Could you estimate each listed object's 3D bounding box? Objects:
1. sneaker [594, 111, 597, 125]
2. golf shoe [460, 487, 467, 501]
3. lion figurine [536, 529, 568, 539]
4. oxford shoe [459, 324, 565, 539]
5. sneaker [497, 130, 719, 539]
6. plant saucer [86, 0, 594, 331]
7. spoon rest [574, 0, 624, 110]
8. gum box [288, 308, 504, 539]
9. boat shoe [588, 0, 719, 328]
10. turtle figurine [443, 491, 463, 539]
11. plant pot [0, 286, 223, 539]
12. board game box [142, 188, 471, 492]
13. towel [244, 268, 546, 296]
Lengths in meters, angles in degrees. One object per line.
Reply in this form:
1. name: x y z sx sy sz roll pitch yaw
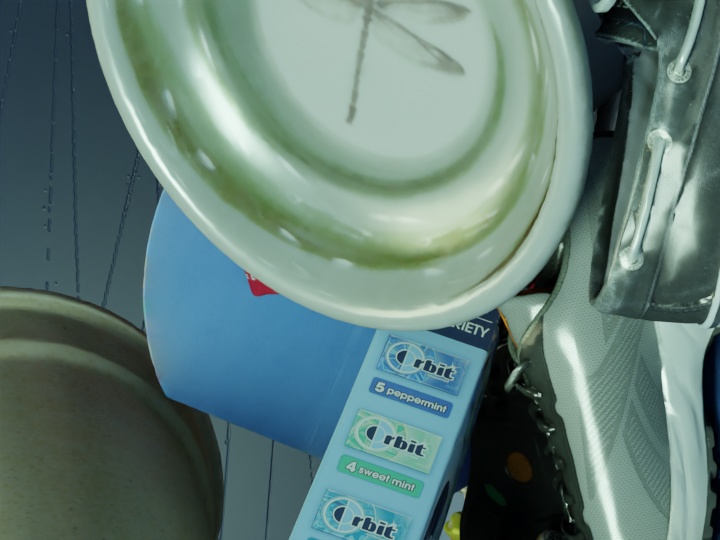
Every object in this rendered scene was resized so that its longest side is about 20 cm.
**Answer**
1. sneaker: 0.092 -0.088 0.984 0.200 0.076 0.081 103 154 -76
2. golf shoe: 0.064 0.077 0.937 0.075 0.091 0.201 -101 14 -75
3. lion figurine: 0.041 0.175 0.768 0.200 0.072 0.123 -13 -41 -54
4. oxford shoe: 0.086 0.081 0.846 0.084 0.072 0.201 -36 -50 -42
5. sneaker: 0.084 0.048 0.710 0.074 0.079 0.201 -164 77 -85
6. plant saucer: -0.002 -0.078 0.673 0.050 0.200 0.201 -38 -35 -44
7. spoon rest: 0.092 -0.071 0.750 0.099 0.060 0.201 -31 -49 -52
8. gum box: -0.006 0.125 0.726 0.170 0.044 0.200 101 -171 -50
9. boat shoe: 0.102 -0.083 0.635 0.074 0.068 0.200 -105 19 -81
10. turtle figurine: 0.065 0.077 1.012 0.200 0.064 0.162 15 -95 -60
11. plant pot: -0.130 0.131 0.777 0.184 0.199 0.201 -131 44 -65
12. board game box: 0.000 0.000 0.858 0.039 0.199 0.159 17 84 66
13. towel: -0.017 -0.079 0.737 0.022 0.144 0.201 -39 -61 -44
